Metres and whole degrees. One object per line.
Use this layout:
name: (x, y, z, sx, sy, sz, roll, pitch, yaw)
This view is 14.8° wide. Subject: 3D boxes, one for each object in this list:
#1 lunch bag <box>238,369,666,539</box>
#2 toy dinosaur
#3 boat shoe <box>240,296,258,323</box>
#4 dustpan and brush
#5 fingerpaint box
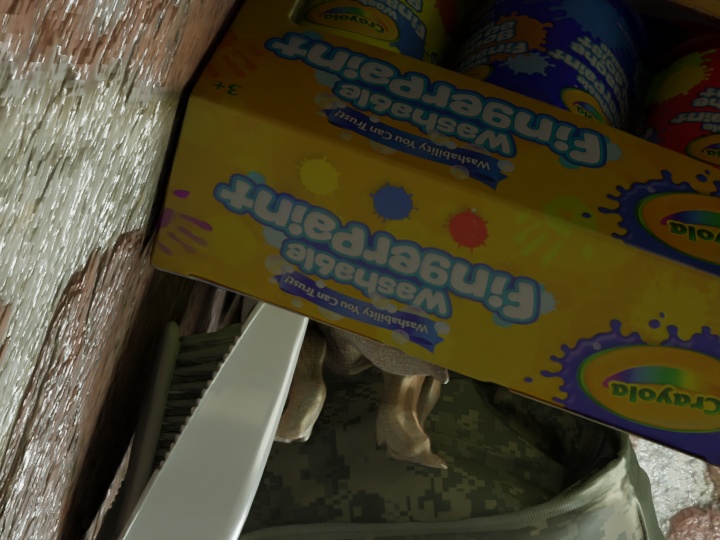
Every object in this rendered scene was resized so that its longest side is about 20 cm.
lunch bag: (0.035, 0.125, 1.149, 0.118, 0.199, 0.165, -76, 157, -48)
toy dinosaur: (0.000, 0.000, 1.059, 0.200, 0.085, 0.136, -173, -87, -87)
boat shoe: (0.021, -0.057, 1.194, 0.075, 0.092, 0.201, 88, 22, -82)
dustpan and brush: (-0.074, 0.087, 0.949, 0.140, 0.057, 0.201, 140, -34, -72)
fingerpaint box: (0.054, -0.041, 0.902, 0.167, 0.199, 0.074, -65, 173, -52)
